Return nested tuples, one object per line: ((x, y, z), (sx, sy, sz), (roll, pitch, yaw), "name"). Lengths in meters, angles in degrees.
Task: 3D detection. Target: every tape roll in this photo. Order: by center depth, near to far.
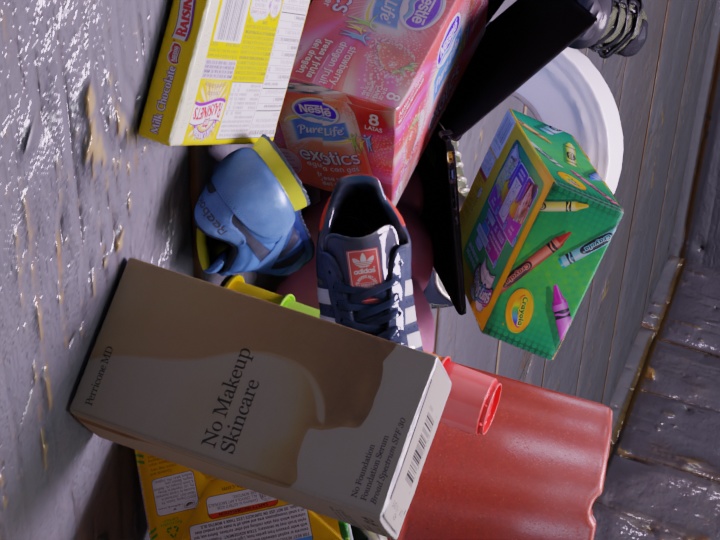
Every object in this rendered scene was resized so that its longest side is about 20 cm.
((0.103, -0.094, 1.830), (0.071, 0.201, 0.204), (-25, 131, -74), "tape roll")

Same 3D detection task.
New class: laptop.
((0.104, -0.095, 1.703), (0.187, 0.115, 0.202), (-111, -164, -73), "laptop")

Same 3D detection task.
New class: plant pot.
((0.089, 0.161, 1.813), (0.201, 0.194, 0.203), (10, 90, -86), "plant pot")

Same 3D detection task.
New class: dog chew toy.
((0.000, 0.000, 1.709), (0.125, 0.123, 0.201), (80, 18, -64), "dog chew toy")

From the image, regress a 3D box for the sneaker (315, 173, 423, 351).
((0.004, 0.024, 1.498), (0.085, 0.074, 0.201), (90, -10, -51), "sneaker")

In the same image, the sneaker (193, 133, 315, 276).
((-0.076, -0.028, 1.502), (0.078, 0.066, 0.200), (-37, 170, -7), "sneaker")

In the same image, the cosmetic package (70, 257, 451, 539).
((-0.057, 0.074, 1.367), (0.071, 0.199, 0.106), (61, 46, -71), "cosmetic package")

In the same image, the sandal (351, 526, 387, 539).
((-0.033, 0.168, 1.664), (0.057, 0.201, 0.080), (-5, 121, -36), "sandal")

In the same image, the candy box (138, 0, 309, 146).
((-0.078, -0.127, 1.408), (0.200, 0.026, 0.103), (-12, 121, -75), "candy box")

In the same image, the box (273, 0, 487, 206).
((0.016, -0.154, 1.619), (0.103, 0.094, 0.201), (92, 19, -48), "box")

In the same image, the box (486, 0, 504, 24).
((0.093, -0.311, 1.764), (0.164, 0.086, 0.201), (-54, 158, -53), "box")

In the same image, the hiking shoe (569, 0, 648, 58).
((0.186, -0.207, 1.813), (0.076, 0.100, 0.200), (-59, -169, 16), "hiking shoe")

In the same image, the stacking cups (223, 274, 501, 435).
((-0.003, 0.060, 1.574), (0.060, 0.199, 0.061), (17, 90, -75), "stacking cups")

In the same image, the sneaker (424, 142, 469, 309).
((0.070, -0.061, 1.978), (0.067, 0.089, 0.202), (18, 89, -76), "sneaker")

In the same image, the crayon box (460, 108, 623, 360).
((0.121, -0.030, 1.679), (0.200, 0.058, 0.119), (-107, -140, -70), "crayon box")

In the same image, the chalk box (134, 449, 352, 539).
((-0.068, 0.168, 1.523), (0.200, 0.123, 0.125), (77, 0, -64), "chalk box")
